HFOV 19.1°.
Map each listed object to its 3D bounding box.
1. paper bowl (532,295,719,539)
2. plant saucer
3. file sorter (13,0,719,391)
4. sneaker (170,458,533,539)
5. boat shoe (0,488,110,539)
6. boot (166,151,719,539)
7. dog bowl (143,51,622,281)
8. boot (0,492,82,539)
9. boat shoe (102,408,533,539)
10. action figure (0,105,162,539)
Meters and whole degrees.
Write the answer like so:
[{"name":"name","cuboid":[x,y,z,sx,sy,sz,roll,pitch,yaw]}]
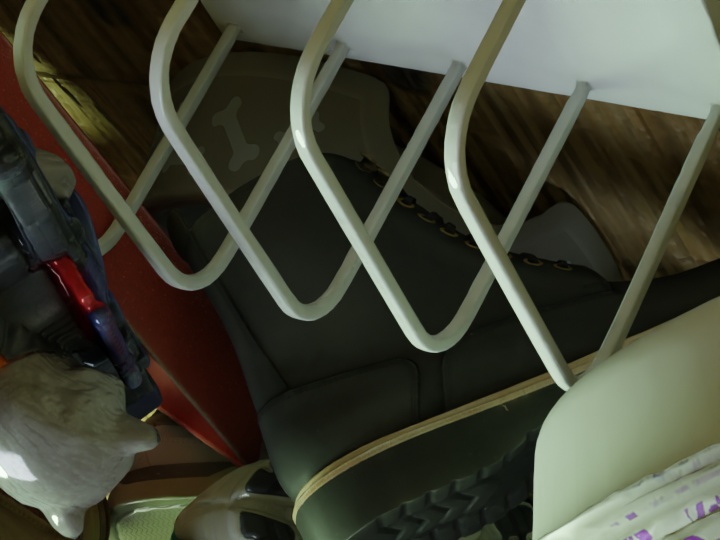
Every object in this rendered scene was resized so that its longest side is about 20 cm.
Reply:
[{"name":"paper bowl","cuboid":[0.127,0.061,0.575,0.201,0.200,0.104,113,138,-67]},{"name":"plant saucer","cuboid":[-0.120,-0.027,0.790,0.200,0.037,0.200,53,167,-23]},{"name":"file sorter","cuboid":[-0.011,-0.062,0.624,0.200,0.125,0.139,14,153,32]},{"name":"sneaker","cuboid":[0.024,0.117,0.765,0.200,0.078,0.080,26,151,-23]},{"name":"boat shoe","cuboid":[-0.162,0.033,0.784,0.072,0.068,0.200,-29,88,21]},{"name":"boot","cuboid":[0.047,-0.001,0.707,0.138,0.200,0.078,60,160,25]},{"name":"dog bowl","cuboid":[0.000,0.000,0.828,0.200,0.059,0.200,24,158,10]},{"name":"boot","cuboid":[-0.093,0.113,0.660,0.175,0.066,0.200,20,166,36]},{"name":"boat shoe","cuboid":[0.003,0.074,0.816,0.200,0.068,0.075,1,136,10]},{"name":"action figure","cuboid":[-0.132,0.011,0.633,0.193,0.105,0.200,38,164,27]}]
